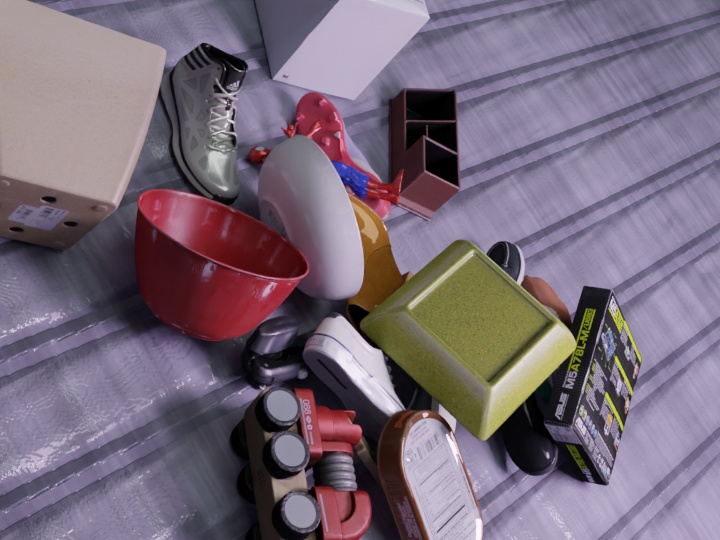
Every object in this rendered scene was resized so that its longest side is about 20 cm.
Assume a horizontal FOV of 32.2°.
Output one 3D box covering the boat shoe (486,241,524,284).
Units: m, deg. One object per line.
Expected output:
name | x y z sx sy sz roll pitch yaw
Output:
boat shoe | 0.173 0.025 1.694 0.060 0.075 0.201 38 41 -21

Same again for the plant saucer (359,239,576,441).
plant saucer | 0.135 0.064 1.457 0.199 0.048 0.200 42 55 14

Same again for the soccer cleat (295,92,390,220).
soccer cleat | -0.024 -0.149 1.670 0.201 0.066 0.076 57 8 18

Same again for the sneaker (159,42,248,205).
sneaker | -0.177 -0.187 1.508 0.075 0.115 0.202 -2 62 -43

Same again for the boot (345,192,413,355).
boot | 0.000 0.001 1.550 0.201 0.071 0.144 49 29 -14

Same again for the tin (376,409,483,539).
tin | 0.081 0.254 1.411 0.112 0.042 0.202 -31 106 -42

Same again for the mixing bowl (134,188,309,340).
mixing bowl | -0.166 0.006 1.350 0.198 0.109 0.200 23 16 -7

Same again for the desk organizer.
desk organizer | 0.091 -0.180 1.773 0.071 0.077 0.202 24 47 -27

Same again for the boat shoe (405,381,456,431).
boat shoe | 0.085 0.122 1.546 0.073 0.061 0.202 53 33 -42

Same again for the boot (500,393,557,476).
boot | 0.171 0.147 1.544 0.200 0.065 0.166 52 16 -49

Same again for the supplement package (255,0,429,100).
supplement package | -0.034 -0.383 1.726 0.146 0.191 0.202 9 55 -36

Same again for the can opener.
can opener | -0.063 0.094 1.441 0.199 0.079 0.064 -2 53 -53

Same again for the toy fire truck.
toy fire truck | -0.030 0.226 1.343 0.198 0.129 0.178 4 57 -28

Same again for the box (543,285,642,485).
box | 0.306 0.153 1.620 0.200 0.047 0.195 52 50 -52

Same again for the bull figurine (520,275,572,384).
bull figurine | 0.256 0.085 1.677 0.201 0.065 0.122 -96 164 -58

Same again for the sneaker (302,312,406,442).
sneaker | 0.014 0.129 1.438 0.201 0.073 0.071 53 50 -30

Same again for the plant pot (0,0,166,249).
plant pot | -0.333 -0.136 1.283 0.198 0.199 0.179 15 62 -34

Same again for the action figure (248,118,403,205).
action figure | -0.041 -0.151 1.592 0.198 0.065 0.100 10 72 1

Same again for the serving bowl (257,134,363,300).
serving bowl | -0.071 -0.053 1.461 0.065 0.200 0.202 -20 73 -21

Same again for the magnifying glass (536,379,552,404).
magnifying glass | 0.216 0.100 1.666 0.080 0.022 0.201 56 7 -38
